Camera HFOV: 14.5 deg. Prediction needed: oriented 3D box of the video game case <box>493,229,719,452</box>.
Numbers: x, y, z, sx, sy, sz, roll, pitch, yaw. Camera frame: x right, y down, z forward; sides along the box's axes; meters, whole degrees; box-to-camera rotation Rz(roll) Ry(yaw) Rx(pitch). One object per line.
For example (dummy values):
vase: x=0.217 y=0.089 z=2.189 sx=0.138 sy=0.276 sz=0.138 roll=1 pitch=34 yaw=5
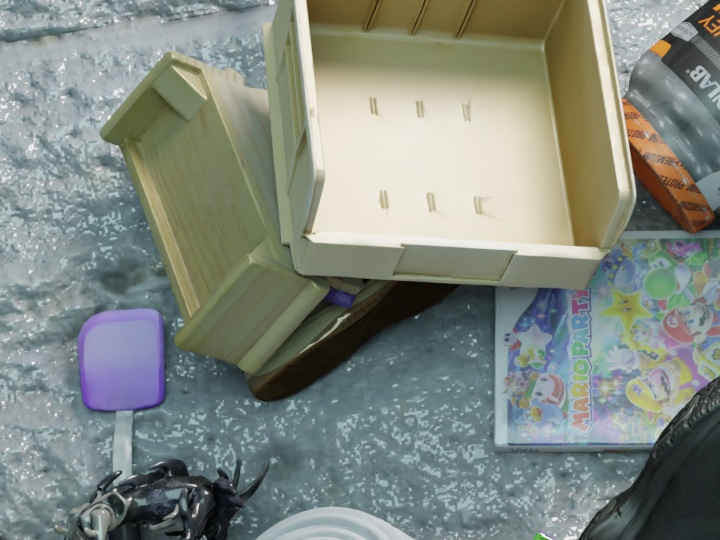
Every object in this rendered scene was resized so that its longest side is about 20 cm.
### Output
video game case: x=0.184 y=0.044 z=1.782 sx=0.199 sy=0.018 sz=0.144 roll=-1 pitch=71 yaw=6

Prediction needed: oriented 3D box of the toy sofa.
toy sofa: x=-0.082 y=-0.035 z=1.778 sx=0.083 sy=0.097 sz=0.200 roll=-47 pitch=46 yaw=27

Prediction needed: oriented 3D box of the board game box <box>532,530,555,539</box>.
board game box: x=0.139 y=0.301 z=1.599 sx=0.199 sy=0.200 sz=0.200 roll=29 pitch=76 yaw=15

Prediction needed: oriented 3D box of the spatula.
spatula: x=-0.150 y=0.123 z=1.787 sx=0.056 sy=0.021 sz=0.201 roll=-3 pitch=71 yaw=3

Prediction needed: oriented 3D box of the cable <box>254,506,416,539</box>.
cable: x=-0.029 y=0.235 z=1.664 sx=0.200 sy=0.069 sz=0.200 roll=-50 pitch=37 yaw=1

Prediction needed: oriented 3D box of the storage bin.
storage bin: x=0.050 y=-0.096 z=1.732 sx=0.199 sy=0.094 sz=0.199 roll=3 pitch=57 yaw=-15

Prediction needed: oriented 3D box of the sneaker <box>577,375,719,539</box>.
sneaker: x=0.202 y=0.139 z=1.686 sx=0.091 sy=0.200 sz=0.076 roll=37 pitch=33 yaw=6

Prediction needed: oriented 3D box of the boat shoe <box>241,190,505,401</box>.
boat shoe: x=0.000 y=0.000 z=1.790 sx=0.200 sy=0.072 sz=0.072 roll=-36 pitch=67 yaw=3

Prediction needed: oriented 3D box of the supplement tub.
supplement tub: x=0.255 y=-0.121 z=1.771 sx=0.200 sy=0.123 sz=0.123 roll=-40 pitch=71 yaw=-1

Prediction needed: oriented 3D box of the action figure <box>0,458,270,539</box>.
action figure: x=-0.142 y=0.172 z=1.699 sx=0.200 sy=0.119 sz=0.102 roll=-14 pitch=104 yaw=-32

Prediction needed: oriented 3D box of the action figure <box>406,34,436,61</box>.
action figure: x=-0.006 y=-0.176 z=1.862 sx=0.065 sy=0.099 sz=0.200 roll=-30 pitch=93 yaw=-8
